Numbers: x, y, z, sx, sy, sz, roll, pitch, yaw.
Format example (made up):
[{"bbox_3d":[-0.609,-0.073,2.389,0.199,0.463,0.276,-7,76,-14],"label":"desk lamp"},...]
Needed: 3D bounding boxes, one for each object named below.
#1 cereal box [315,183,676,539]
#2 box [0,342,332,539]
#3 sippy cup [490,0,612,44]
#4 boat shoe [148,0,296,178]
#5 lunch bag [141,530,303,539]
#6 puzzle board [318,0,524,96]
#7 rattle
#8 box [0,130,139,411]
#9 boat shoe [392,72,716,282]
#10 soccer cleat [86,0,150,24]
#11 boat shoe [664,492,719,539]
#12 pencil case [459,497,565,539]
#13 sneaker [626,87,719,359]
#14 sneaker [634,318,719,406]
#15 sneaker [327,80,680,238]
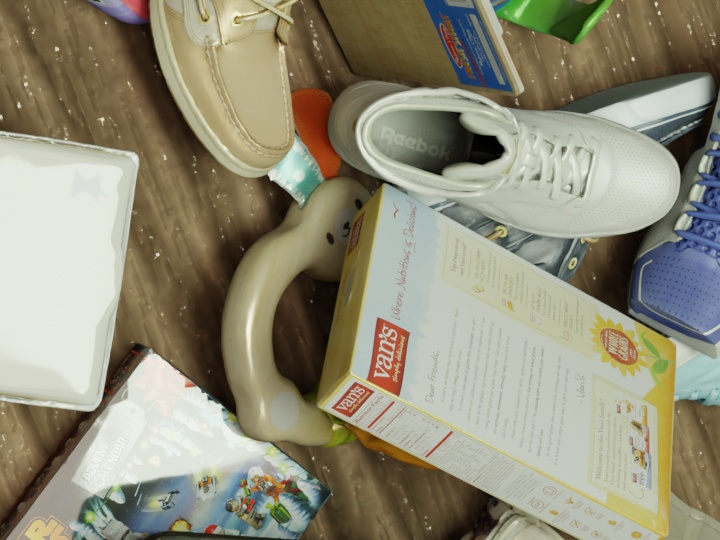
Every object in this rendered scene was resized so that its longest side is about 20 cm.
[{"bbox_3d":[0.077,0.055,1.291,0.200,0.040,0.144,28,43,-16],"label":"cereal box"},{"bbox_3d":[-0.128,0.161,1.348,0.137,0.040,0.200,38,83,-15],"label":"box"},{"bbox_3d":[0.059,-0.202,1.333,0.177,0.130,0.140,5,92,-17],"label":"sippy cup"},{"bbox_3d":[-0.070,-0.152,1.299,0.074,0.069,0.201,-11,82,-53],"label":"boat shoe"},{"bbox_3d":[-0.032,0.226,1.268,0.199,0.139,0.168,4,85,2],"label":"lunch bag"},{"bbox_3d":[0.005,-0.186,1.286,0.017,0.151,0.200,-40,119,-24],"label":"puzzle board"},{"bbox_3d":[0.000,0.000,1.321,0.130,0.143,0.201,8,89,-26],"label":"rattle"},{"bbox_3d":[-0.194,-0.008,1.231,0.109,0.200,0.128,9,91,-18],"label":"box"},{"bbox_3d":[0.122,-0.044,1.399,0.200,0.071,0.091,-22,101,-7],"label":"boat shoe"},{"bbox_3d":[-0.188,-0.201,1.300,0.076,0.067,0.200,-29,121,32],"label":"soccer cleat"},{"bbox_3d":[0.146,0.141,1.405,0.200,0.063,0.073,40,62,-26],"label":"boat shoe"},{"bbox_3d":[0.044,0.217,1.381,0.200,0.078,0.089,-46,149,-8],"label":"pencil case"},{"bbox_3d":[0.215,-0.061,1.376,0.080,0.115,0.200,24,64,19],"label":"sneaker"},{"bbox_3d":[0.209,0.057,1.428,0.199,0.074,0.082,-27,101,-11],"label":"sneaker"},{"bbox_3d":[0.085,-0.055,1.297,0.199,0.116,0.074,10,96,-8],"label":"sneaker"}]
